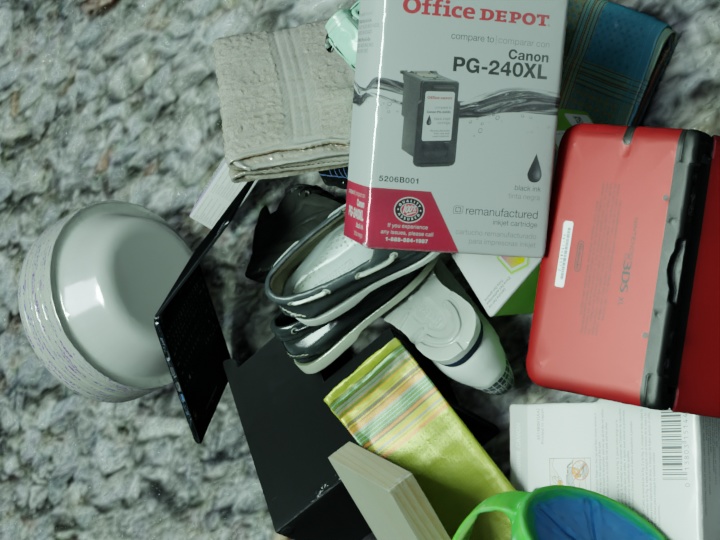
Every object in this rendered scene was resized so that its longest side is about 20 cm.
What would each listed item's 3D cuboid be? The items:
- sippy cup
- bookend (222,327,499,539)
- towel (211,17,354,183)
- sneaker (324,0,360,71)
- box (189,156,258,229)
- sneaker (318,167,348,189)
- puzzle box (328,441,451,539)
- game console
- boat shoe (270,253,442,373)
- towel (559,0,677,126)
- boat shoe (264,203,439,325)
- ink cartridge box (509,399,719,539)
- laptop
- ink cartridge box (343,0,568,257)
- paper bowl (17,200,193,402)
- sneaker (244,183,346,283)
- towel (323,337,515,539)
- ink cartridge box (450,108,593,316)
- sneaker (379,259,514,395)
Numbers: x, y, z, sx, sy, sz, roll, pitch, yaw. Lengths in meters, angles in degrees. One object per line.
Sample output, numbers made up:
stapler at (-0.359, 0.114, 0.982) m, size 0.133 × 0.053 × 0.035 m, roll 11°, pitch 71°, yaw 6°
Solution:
sippy cup at (0.153, 0.252, 1.060) m, size 0.178 × 0.139 × 0.131 m, roll 53°, pitch 129°, yaw 46°
bookend at (-0.006, 0.115, 1.311) m, size 0.198 × 0.092 × 0.201 m, roll -41°, pitch 47°, yaw 19°
towel at (-0.067, -0.162, 1.327) m, size 0.035 × 0.131 × 0.201 m, roll 85°, pitch 174°, yaw -46°
sneaker at (0.009, -0.162, 1.247) m, size 0.074 × 0.118 × 0.201 m, roll -45°, pitch 20°, yaw 29°
box at (-0.110, -0.116, 1.441) m, size 0.200 × 0.041 × 0.039 m, roll -52°, pitch 14°, yaw 41°
sneaker at (0.006, -0.100, 1.351) m, size 0.200 × 0.070 × 0.078 m, roll 48°, pitch 118°, yaw 44°
puzzle box at (0.053, 0.237, 1.169) m, size 0.201 × 0.025 × 0.133 m, roll 60°, pitch 163°, yaw -16°
game console at (0.234, 0.002, 1.075) m, size 0.171 × 0.118 × 0.202 m, roll 8°, pitch 89°, yaw 40°
boat shoe at (-0.001, -0.001, 1.257) m, size 0.199 × 0.066 × 0.075 m, roll -43°, pitch 29°, yaw 9°
towel at (0.168, -0.168, 1.237) m, size 0.200 × 0.022 × 0.148 m, roll 32°, pitch 106°, yaw 43°
boat shoe at (0.009, -0.027, 1.186) m, size 0.200 × 0.060 × 0.076 m, roll -41°, pitch 58°, yaw 11°
ink cartridge box at (0.200, 0.202, 1.134) m, size 0.175 × 0.045 × 0.202 m, roll -7°, pitch 79°, yaw 42°
laptop at (-0.126, 0.030, 1.374) m, size 0.102 × 0.177 × 0.202 m, roll -13°, pitch 108°, yaw 11°
ink cartridge box at (0.070, -0.117, 1.088) m, size 0.083 × 0.144 × 0.202 m, roll -143°, pitch 56°, yaw -77°
paper bowl at (-0.238, 0.026, 1.464) m, size 0.104 × 0.200 × 0.203 m, roll -22°, pitch 69°, yaw 40°
sneaker at (-0.038, -0.045, 1.380) m, size 0.199 × 0.076 × 0.092 m, roll -14°, pitch 68°, yaw 39°
towel at (0.058, 0.157, 1.179) m, size 0.086 × 0.018 × 0.200 m, roll -43°, pitch 75°, yaw 18°
ink cartridge box at (0.167, -0.010, 1.159) m, size 0.148 × 0.075 × 0.201 m, roll -52°, pitch 54°, yaw 36°
sneaker at (0.069, 0.040, 1.265) m, size 0.076 × 0.080 × 0.200 m, roll -45°, pitch 34°, yaw 10°
